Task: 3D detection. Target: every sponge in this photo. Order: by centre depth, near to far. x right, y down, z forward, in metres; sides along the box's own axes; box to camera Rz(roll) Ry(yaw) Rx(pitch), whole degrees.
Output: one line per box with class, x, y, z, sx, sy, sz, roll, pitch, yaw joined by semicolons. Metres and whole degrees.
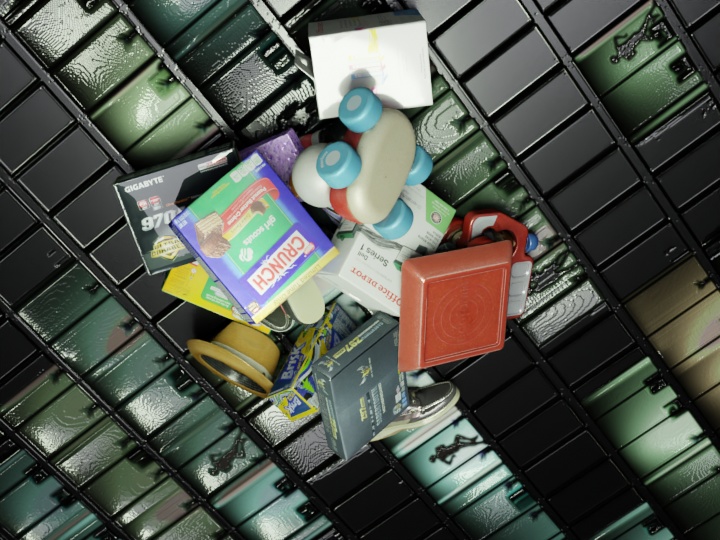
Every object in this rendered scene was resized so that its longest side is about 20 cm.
sponge;-0.168;-0.140;1.590;0.199;0.030;0.112;-19;111;23

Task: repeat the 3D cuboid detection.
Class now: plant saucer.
plant saucer;0.158;0.064;1.576;0.198;0.037;0.201;-10;118;-22

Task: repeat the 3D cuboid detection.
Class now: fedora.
fedora;-0.197;0.145;1.684;0.200;0.200;0.082;32;71;-15

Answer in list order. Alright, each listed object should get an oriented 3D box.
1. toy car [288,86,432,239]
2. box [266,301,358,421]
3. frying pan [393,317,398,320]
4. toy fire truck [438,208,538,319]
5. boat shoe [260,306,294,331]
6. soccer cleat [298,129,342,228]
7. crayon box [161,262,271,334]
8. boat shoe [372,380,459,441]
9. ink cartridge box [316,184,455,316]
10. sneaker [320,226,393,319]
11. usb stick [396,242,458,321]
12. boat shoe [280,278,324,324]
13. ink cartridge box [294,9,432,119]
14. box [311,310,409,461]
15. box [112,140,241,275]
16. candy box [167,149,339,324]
toy car;-0.030;-0.158;1.478;0.184;0.199;0.178;40;65;-47
box;-0.077;0.150;1.649;0.070;0.201;0.064;-26;115;40
frying pan;0.046;0.078;1.720;0.188;0.031;0.116;12;106;5
toy fire truck;0.218;-0.008;1.665;0.167;0.112;0.202;-6;116;-27
boat shoe;-0.166;0.042;1.595;0.070;0.064;0.200;-30;129;9
soccer cleat;-0.052;-0.130;1.619;0.073;0.068;0.201;-13;115;24
crayon box;-0.218;0.011;1.664;0.199;0.058;0.119;23;110;-12
boat shoe;0.078;0.241;1.769;0.199;0.072;0.065;-23;117;13
ink cartridge box;0.041;-0.045;1.584;0.146;0.084;0.201;32;78;-28
sneaker;0.000;0.000;1.666;0.080;0.074;0.200;-41;100;-6
usb stick;0.113;0.038;1.633;0.032;0.056;0.201;-15;145;-40
boat shoe;-0.117;-0.012;1.572;0.073;0.063;0.203;-22;98;-24
ink cartridge box;0.001;-0.313;1.505;0.198;0.129;0.126;-7;112;1
box;0.004;0.187;1.599;0.157;0.051;0.201;-35;136;-29
box;-0.265;-0.097;1.561;0.198;0.046;0.160;-16;112;1
candy box;-0.160;-0.047;1.486;0.169;0.077;0.200;-41;99;-11
